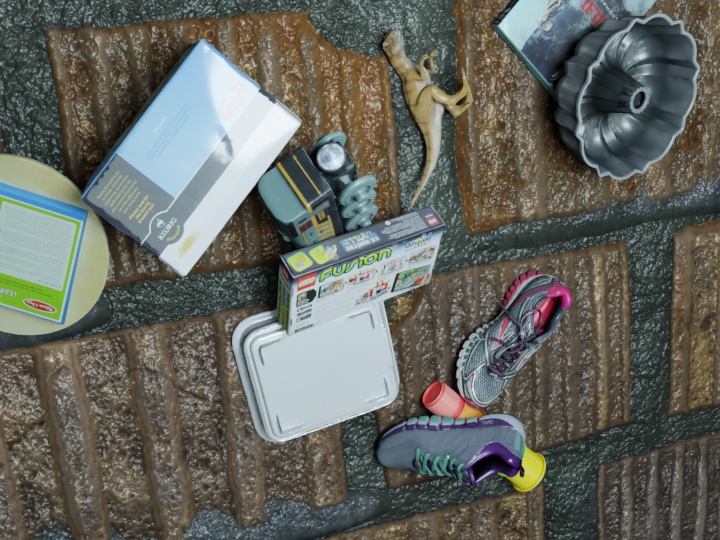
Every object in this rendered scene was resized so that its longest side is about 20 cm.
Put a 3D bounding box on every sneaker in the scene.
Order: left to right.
[{"bbox_3d":[0.110,0.234,1.037,0.198,0.088,0.075,-13,120,15],"label":"sneaker"},{"bbox_3d":[0.196,0.090,1.066,0.080,0.075,0.201,33,89,-22],"label":"sneaker"}]

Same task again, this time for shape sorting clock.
[{"bbox_3d":[-0.362,-0.024,0.859,0.197,0.039,0.202,0,109,-1],"label":"shape sorting clock"}]

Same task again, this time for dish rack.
[{"bbox_3d":[-0.047,0.120,1.017,0.198,0.044,0.174,-17,108,-14],"label":"dish rack"}]

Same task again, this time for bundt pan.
[{"bbox_3d":[0.320,-0.220,1.014,0.200,0.076,0.204,-13,120,-25],"label":"bundt pan"}]

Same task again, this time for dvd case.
[{"bbox_3d":[0.274,-0.329,1.017,0.146,0.022,0.200,41,88,-23],"label":"dvd case"}]

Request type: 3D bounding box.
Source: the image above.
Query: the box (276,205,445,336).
[{"bbox_3d":[0.000,0.000,0.958,0.198,0.035,0.111,-19,145,-23],"label":"box"}]

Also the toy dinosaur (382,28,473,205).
[{"bbox_3d":[0.083,-0.193,0.981,0.105,0.060,0.202,-16,104,12],"label":"toy dinosaur"}]

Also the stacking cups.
[{"bbox_3d":[0.165,0.223,1.101,0.200,0.060,0.061,39,90,-22],"label":"stacking cups"}]

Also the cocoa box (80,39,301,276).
[{"bbox_3d":[-0.181,-0.122,0.861,0.131,0.133,0.201,38,91,-20],"label":"cocoa box"}]

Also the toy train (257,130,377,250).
[{"bbox_3d":[-0.045,-0.077,0.896,0.113,0.200,0.086,-33,78,-5],"label":"toy train"}]
